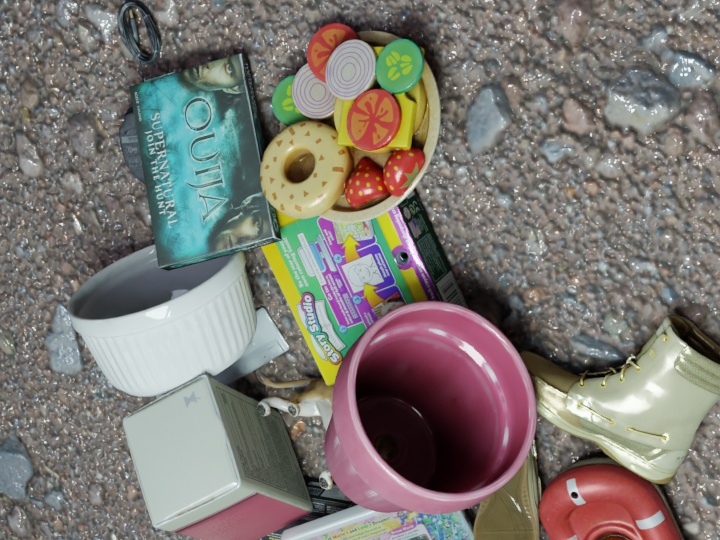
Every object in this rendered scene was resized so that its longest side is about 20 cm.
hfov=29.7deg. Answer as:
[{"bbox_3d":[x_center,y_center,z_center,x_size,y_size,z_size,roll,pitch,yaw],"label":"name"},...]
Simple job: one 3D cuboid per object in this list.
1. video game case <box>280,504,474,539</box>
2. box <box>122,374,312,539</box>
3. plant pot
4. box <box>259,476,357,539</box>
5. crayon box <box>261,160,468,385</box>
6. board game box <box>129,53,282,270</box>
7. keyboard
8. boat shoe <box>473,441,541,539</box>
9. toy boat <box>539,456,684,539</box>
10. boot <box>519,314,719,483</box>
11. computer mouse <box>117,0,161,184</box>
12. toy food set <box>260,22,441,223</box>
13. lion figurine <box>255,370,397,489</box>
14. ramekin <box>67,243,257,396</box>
[{"bbox_3d":[0.039,0.327,1.493,0.198,0.024,0.183,-21,116,14],"label":"video game case"},{"bbox_3d":[-0.150,0.211,1.461,0.108,0.200,0.129,-27,65,11],"label":"box"},{"bbox_3d":[0.051,0.156,1.349,0.200,0.200,0.179,45,147,3],"label":"plant pot"},{"bbox_3d":[-0.086,0.319,1.585,0.198,0.050,0.160,5,110,23],"label":"box"},{"bbox_3d":[0.000,0.000,1.429,0.171,0.058,0.202,-21,98,30],"label":"crayon box"},{"bbox_3d":[-0.164,-0.114,1.425,0.134,0.028,0.203,-14,80,15],"label":"board game box"},{"bbox_3d":[-0.168,0.110,1.573,0.199,0.011,0.057,-32,88,29],"label":"keyboard"},{"bbox_3d":[0.163,0.238,1.435,0.070,0.064,0.203,9,112,23],"label":"boat shoe"},{"bbox_3d":[0.255,0.295,1.376,0.129,0.131,0.202,-23,98,28],"label":"toy boat"},{"bbox_3d":[0.258,0.100,1.339,0.199,0.073,0.156,32,118,9],"label":"boot"},{"bbox_3d":[-0.236,-0.193,1.487,0.058,0.034,0.203,0,101,15],"label":"computer mouse"},{"bbox_3d":[-0.009,-0.147,1.348,0.198,0.048,0.201,5,84,34],"label":"toy food set"},{"bbox_3d":[-0.018,0.169,1.482,0.201,0.122,0.073,52,136,16],"label":"lion figurine"},{"bbox_3d":[-0.205,0.049,1.465,0.198,0.200,0.106,-8,115,26],"label":"ramekin"}]
